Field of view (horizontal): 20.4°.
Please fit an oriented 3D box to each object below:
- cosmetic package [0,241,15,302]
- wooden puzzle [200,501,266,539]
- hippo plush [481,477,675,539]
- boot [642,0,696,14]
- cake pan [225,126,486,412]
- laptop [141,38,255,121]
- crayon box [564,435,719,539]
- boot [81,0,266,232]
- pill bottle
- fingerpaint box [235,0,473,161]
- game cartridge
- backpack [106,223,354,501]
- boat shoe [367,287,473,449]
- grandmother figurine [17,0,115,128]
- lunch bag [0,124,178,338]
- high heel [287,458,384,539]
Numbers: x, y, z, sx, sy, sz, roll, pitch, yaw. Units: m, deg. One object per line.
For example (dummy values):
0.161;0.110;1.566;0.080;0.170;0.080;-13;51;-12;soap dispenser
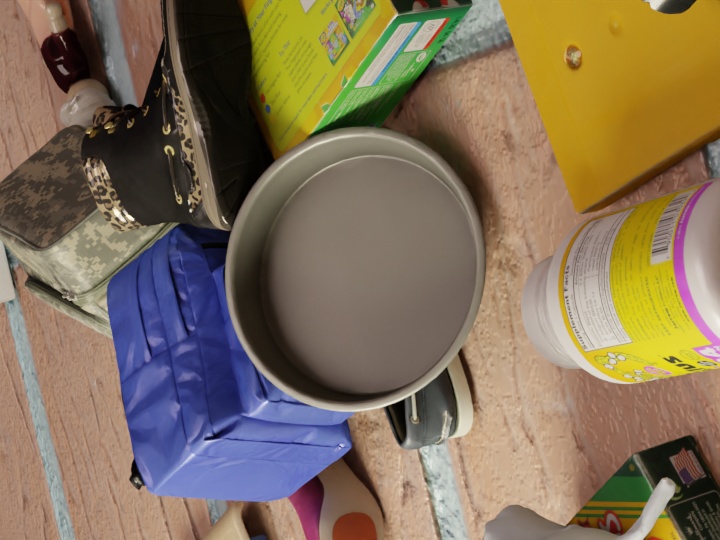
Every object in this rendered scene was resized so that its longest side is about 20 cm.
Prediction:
-0.491;-0.043;2.234;0.200;0.122;0.201;-13;91;61;cosmetic package
-0.101;0.328;1.816;0.185;0.046;0.201;-50;55;53;wooden puzzle
0.094;0.232;1.234;0.200;0.160;0.161;-20;84;59;hippo plush
0.172;-0.254;1.073;0.199;0.073;0.163;57;137;14;boot
0.000;0.000;1.421;0.199;0.037;0.202;-3;82;22;cake pan
-0.094;-0.123;1.656;0.187;0.116;0.201;19;146;56;laptop
0.180;0.211;1.294;0.128;0.050;0.200;62;147;23;crayon box
-0.147;-0.123;1.499;0.150;0.073;0.202;-6;98;46;boot
0.178;0.010;1.166;0.200;0.104;0.105;-18;86;60;pill bottle
-0.022;-0.196;1.442;0.200;0.073;0.168;-51;59;49;fingerpaint box
0.164;-0.149;1.202;0.200;0.032;0.178;-33;73;55;game cartridge
-0.093;0.057;1.554;0.168;0.162;0.201;-38;57;31;backpack
0.018;0.038;1.482;0.075;0.061;0.201;-41;66;58;boat shoe
-0.283;-0.215;1.893;0.121;0.060;0.201;84;161;-74;grandmother figurine
-0.226;-0.017;1.797;0.200;0.139;0.168;23;154;55;lunch bag
-0.037;0.191;1.626;0.096;0.067;0.202;-37;55;47;high heel
